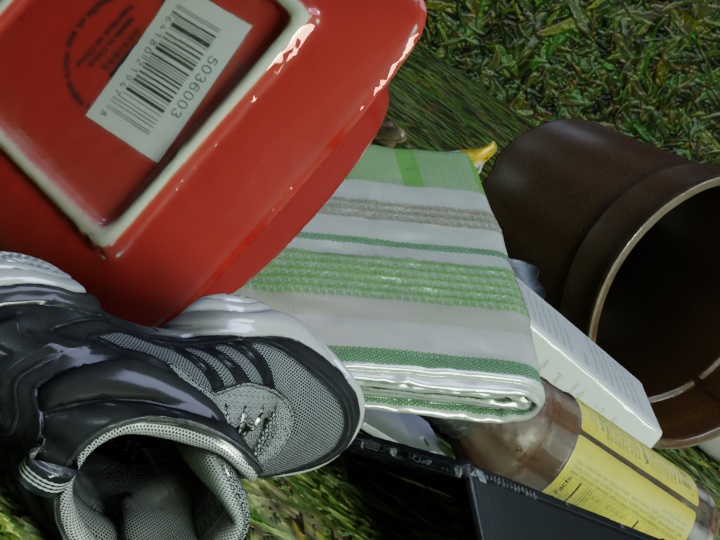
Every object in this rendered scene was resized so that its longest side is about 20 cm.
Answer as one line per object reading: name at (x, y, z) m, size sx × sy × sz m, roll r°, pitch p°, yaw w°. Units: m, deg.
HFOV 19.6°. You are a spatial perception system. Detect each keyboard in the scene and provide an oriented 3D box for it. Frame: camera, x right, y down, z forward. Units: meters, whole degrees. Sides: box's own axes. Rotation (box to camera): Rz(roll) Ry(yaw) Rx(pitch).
keyboard at (-0.001, 0.050, 1.093) m, size 0.056 × 0.011 × 0.200 m, roll 27°, pitch 13°, yaw -22°

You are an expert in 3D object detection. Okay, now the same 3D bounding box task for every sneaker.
sneaker at (-0.057, 0.061, 0.703) m, size 0.200 × 0.076 × 0.114 m, roll 17°, pitch 22°, yaw -45°

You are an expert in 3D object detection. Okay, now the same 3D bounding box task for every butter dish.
butter dish at (-0.073, -0.072, 0.925) m, size 0.199 × 0.200 × 0.148 m, roll 43°, pitch 2°, yaw 29°

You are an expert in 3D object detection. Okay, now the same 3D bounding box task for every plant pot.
plant pot at (0.188, -0.008, 1.470) m, size 0.200 × 0.200 × 0.198 m, roll 28°, pitch 7°, yaw -37°

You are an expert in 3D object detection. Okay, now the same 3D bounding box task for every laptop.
laptop at (0.064, 0.144, 0.885) m, size 0.200 × 0.103 × 0.177 m, roll 11°, pitch -11°, yaw 45°

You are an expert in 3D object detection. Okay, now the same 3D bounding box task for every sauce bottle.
sauce bottle at (0.092, 0.089, 1.031) m, size 0.200 × 0.065 × 0.065 m, roll 36°, pitch 10°, yaw -27°

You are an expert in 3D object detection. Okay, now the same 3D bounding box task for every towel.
towel at (0.000, 0.000, 0.988) m, size 0.149 × 0.031 × 0.200 m, roll 7°, pitch 34°, yaw -12°

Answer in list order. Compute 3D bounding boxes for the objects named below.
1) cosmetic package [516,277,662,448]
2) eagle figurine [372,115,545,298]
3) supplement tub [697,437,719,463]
cosmetic package at (0.062, 0.037, 1.127) m, size 0.200 × 0.071 × 0.101 m, roll 41°, pitch 10°, yaw -6°
eagle figurine at (0.023, -0.032, 1.284) m, size 0.200 × 0.151 × 0.152 m, roll 66°, pitch 30°, yaw -46°
supplement tub at (0.340, 0.096, 1.589) m, size 0.200 × 0.144 × 0.144 m, roll 23°, pitch 17°, yaw -51°
